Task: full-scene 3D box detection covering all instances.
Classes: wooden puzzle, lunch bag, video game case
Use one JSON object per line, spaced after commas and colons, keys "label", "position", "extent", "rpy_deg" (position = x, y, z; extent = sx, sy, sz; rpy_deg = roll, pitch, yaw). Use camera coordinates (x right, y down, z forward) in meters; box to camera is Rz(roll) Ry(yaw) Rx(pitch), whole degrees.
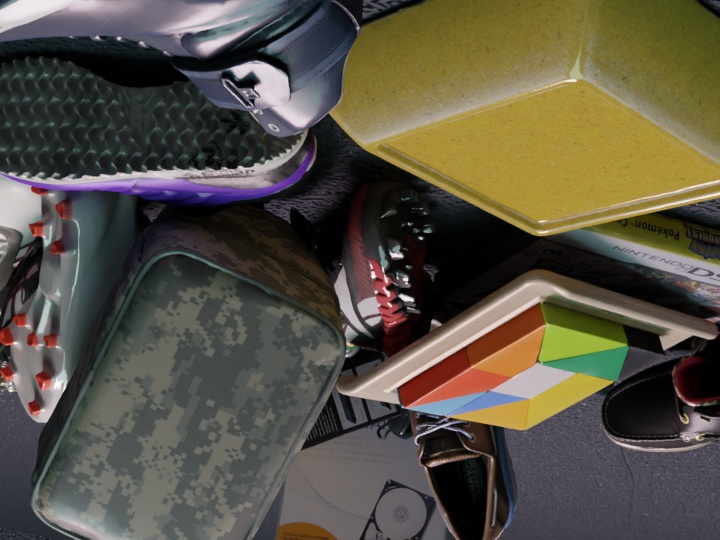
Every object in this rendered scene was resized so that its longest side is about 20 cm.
{"label": "wooden puzzle", "position": [0.112, 0.064, 0.916], "extent": [0.184, 0.038, 0.199], "rpy_deg": [15, 147, -42]}
{"label": "lunch bag", "position": [-0.101, 0.057, 0.832], "extent": [0.138, 0.201, 0.168], "rpy_deg": [23, -166, -15]}
{"label": "video game case", "position": [0.167, 0.007, 0.916], "extent": [0.179, 0.026, 0.200], "rpy_deg": [13, 161, -16]}

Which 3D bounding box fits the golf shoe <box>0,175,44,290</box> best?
{"label": "golf shoe", "position": [-0.239, -0.024, 0.900], "extent": [0.077, 0.089, 0.200], "rpy_deg": [17, 158, -20]}

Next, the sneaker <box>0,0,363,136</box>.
{"label": "sneaker", "position": [-0.095, -0.109, 0.598], "extent": [0.201, 0.078, 0.146], "rpy_deg": [-4, 156, 29]}

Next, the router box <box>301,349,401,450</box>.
{"label": "router box", "position": [-0.061, 0.111, 1.104], "extent": [0.156, 0.053, 0.200], "rpy_deg": [-18, 180, -9]}

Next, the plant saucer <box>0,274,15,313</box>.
{"label": "plant saucer", "position": [-0.327, 0.033, 1.160], "extent": [0.198, 0.051, 0.200], "rpy_deg": [8, 162, 2]}

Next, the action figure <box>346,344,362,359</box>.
{"label": "action figure", "position": [-0.065, 0.035, 1.009], "extent": [0.198, 0.119, 0.055], "rpy_deg": [-1, -156, -2]}

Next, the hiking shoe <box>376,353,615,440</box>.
{"label": "hiking shoe", "position": [0.112, 0.102, 1.117], "extent": [0.198, 0.088, 0.074], "rpy_deg": [-1, 166, 29]}

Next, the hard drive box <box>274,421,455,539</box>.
{"label": "hard drive box", "position": [0.013, 0.184, 1.232], "extent": [0.154, 0.202, 0.077], "rpy_deg": [3, 161, 13]}

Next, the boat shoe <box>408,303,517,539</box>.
{"label": "boat shoe", "position": [0.075, 0.121, 1.051], "extent": [0.072, 0.201, 0.072], "rpy_deg": [-15, -165, 20]}

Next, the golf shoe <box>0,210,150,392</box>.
{"label": "golf shoe", "position": [-0.211, 0.005, 0.972], "extent": [0.077, 0.089, 0.200], "rpy_deg": [13, 138, -35]}

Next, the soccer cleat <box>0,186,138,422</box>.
{"label": "soccer cleat", "position": [-0.176, 0.015, 0.869], "extent": [0.077, 0.201, 0.069], "rpy_deg": [-16, -134, -42]}

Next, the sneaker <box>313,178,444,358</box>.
{"label": "sneaker", "position": [0.000, 0.000, 0.893], "extent": [0.097, 0.071, 0.201], "rpy_deg": [13, 157, 11]}

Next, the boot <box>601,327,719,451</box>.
{"label": "boot", "position": [0.256, 0.087, 1.004], "extent": [0.198, 0.074, 0.150], "rpy_deg": [-9, 166, 25]}

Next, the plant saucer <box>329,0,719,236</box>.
{"label": "plant saucer", "position": [0.098, -0.072, 0.677], "extent": [0.199, 0.049, 0.199], "rpy_deg": [23, 156, -38]}

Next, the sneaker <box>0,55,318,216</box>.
{"label": "sneaker", "position": [-0.118, -0.064, 0.755], "extent": [0.198, 0.070, 0.100], "rpy_deg": [5, 164, 11]}
